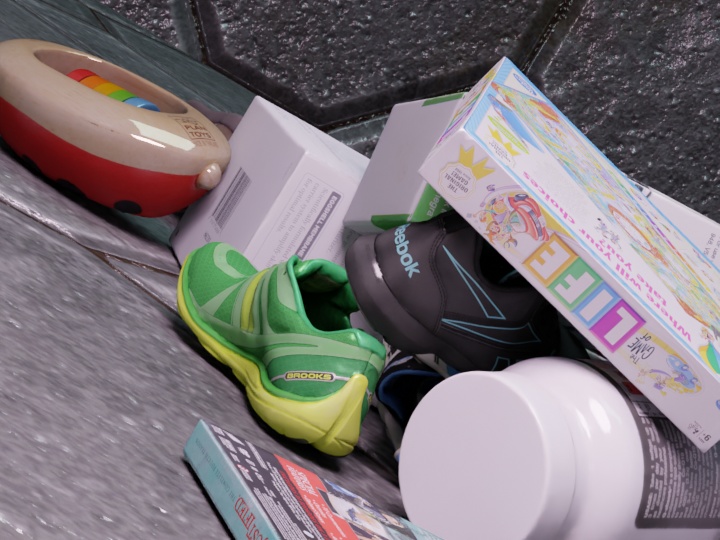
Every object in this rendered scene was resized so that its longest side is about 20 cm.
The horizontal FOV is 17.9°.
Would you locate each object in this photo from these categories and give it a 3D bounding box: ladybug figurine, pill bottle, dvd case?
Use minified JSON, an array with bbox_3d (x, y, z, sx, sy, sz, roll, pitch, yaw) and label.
[{"bbox_3d":[-0.171,-0.091,1.515,0.199,0.072,0.135,30,17,33],"label":"ladybug figurine"},{"bbox_3d":[0.119,0.103,1.180,0.199,0.117,0.116,8,22,-49],"label":"pill bottle"},{"bbox_3d":[0.025,0.137,0.977,0.199,0.022,0.146,28,7,-25],"label":"dvd case"}]

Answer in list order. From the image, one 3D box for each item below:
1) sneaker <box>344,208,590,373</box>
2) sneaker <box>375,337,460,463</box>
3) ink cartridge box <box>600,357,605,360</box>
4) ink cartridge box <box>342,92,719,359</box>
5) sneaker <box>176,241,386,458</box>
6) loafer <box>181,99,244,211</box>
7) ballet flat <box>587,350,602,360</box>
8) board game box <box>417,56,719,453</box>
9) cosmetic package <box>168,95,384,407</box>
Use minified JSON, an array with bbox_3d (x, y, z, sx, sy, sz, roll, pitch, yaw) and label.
[{"bbox_3d":[0.077,0.024,1.204,0.200,0.079,0.076,29,36,-49],"label":"sneaker"},{"bbox_3d":[0.038,0.055,1.292,0.072,0.072,0.200,34,20,-25],"label":"sneaker"},{"bbox_3d":[0.212,0.077,1.534,0.084,0.147,0.200,30,-15,-7],"label":"ink cartridge box"},{"bbox_3d":[0.108,-0.020,1.322,0.199,0.084,0.147,26,-7,-14],"label":"ink cartridge box"},{"bbox_3d":[-0.035,0.029,1.229,0.074,0.084,0.200,30,7,-34],"label":"sneaker"},{"bbox_3d":[-0.131,-0.084,1.721,0.073,0.071,0.200,65,-17,-9],"label":"loafer"},{"bbox_3d":[0.125,0.078,1.450,0.070,0.071,0.200,32,-16,3],"label":"ballet flat"},{"bbox_3d":[0.123,-0.012,1.172,0.200,0.034,0.135,44,23,-5],"label":"board game box"},{"bbox_3d":[0.000,0.000,1.481,0.199,0.123,0.199,31,6,-17],"label":"cosmetic package"}]
